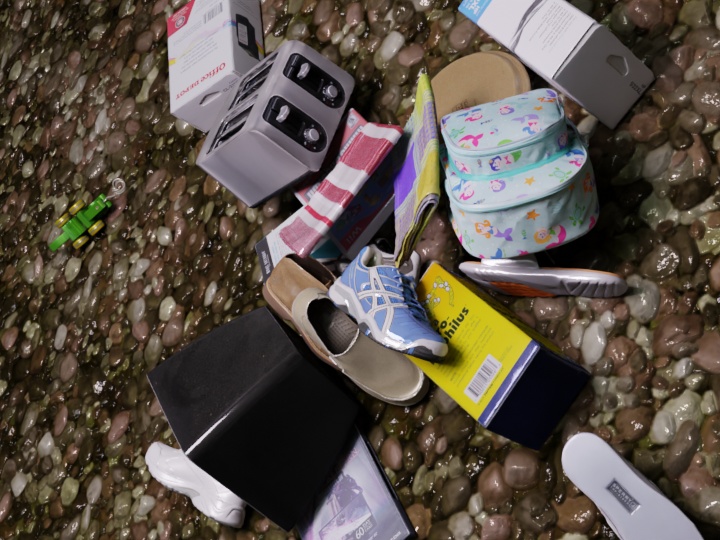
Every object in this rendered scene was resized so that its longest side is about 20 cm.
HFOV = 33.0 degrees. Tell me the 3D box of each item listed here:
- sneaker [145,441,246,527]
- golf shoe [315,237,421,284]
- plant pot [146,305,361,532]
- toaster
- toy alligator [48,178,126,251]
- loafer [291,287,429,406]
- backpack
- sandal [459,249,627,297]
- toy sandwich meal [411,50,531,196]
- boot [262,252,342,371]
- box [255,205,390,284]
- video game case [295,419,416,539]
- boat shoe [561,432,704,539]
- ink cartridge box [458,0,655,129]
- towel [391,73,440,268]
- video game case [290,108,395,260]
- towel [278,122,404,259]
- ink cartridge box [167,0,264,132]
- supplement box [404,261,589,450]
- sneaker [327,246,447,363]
[{"bbox_3d":[-0.212,0.271,1.663,0.199,0.078,0.100,24,81,37],"label":"sneaker"},{"bbox_3d":[0.000,0.000,1.593,0.199,0.078,0.095,14,72,38],"label":"golf shoe"},{"bbox_3d":[-0.121,0.168,1.528,0.177,0.200,0.200,-45,35,1],"label":"plant pot"},{"bbox_3d":[-0.121,-0.200,1.694,0.199,0.118,0.182,-25,35,49],"label":"toaster"},{"bbox_3d":[-0.456,-0.099,2.066,0.200,0.059,0.054,-38,9,24],"label":"toy alligator"},{"bbox_3d":[-0.003,0.096,1.478,0.199,0.068,0.076,36,89,2],"label":"loafer"},{"bbox_3d":[0.176,-0.105,1.365,0.176,0.151,0.201,-14,34,6],"label":"backpack"},{"bbox_3d":[0.214,-0.006,1.394,0.205,0.079,0.060,3,72,34],"label":"sandal"},{"bbox_3d":[0.144,-0.182,1.545,0.204,0.070,0.207,-22,53,32],"label":"toy sandwich meal"},{"bbox_3d":[-0.037,0.057,1.537,0.200,0.074,0.076,41,128,12],"label":"boot"},{"bbox_3d":[-0.054,-0.051,1.674,0.200,0.049,0.083,-37,49,24],"label":"box"},{"bbox_3d":[-0.022,0.293,1.509,0.143,0.019,0.201,-46,48,17],"label":"video game case"},{"bbox_3d":[0.284,0.243,1.217,0.073,0.065,0.201,-40,69,12],"label":"boat shoe"},{"bbox_3d":[0.232,-0.272,1.444,0.084,0.145,0.200,-52,45,11],"label":"ink cartridge box"},{"bbox_3d":[0.064,-0.118,1.445,0.144,0.023,0.201,114,161,-53],"label":"towel"},{"bbox_3d":[-0.011,-0.119,1.613,0.143,0.017,0.200,-50,40,9],"label":"video game case"},{"bbox_3d":[-0.028,-0.106,1.539,0.200,0.023,0.144,-52,16,-1],"label":"towel"},{"bbox_3d":[-0.233,-0.345,1.950,0.145,0.083,0.201,-27,55,31],"label":"ink cartridge box"},{"bbox_3d":[0.141,0.095,1.384,0.110,0.109,0.200,-56,45,7],"label":"supplement box"},{"bbox_3d":[0.034,0.039,1.377,0.200,0.075,0.077,38,102,46],"label":"sneaker"}]
